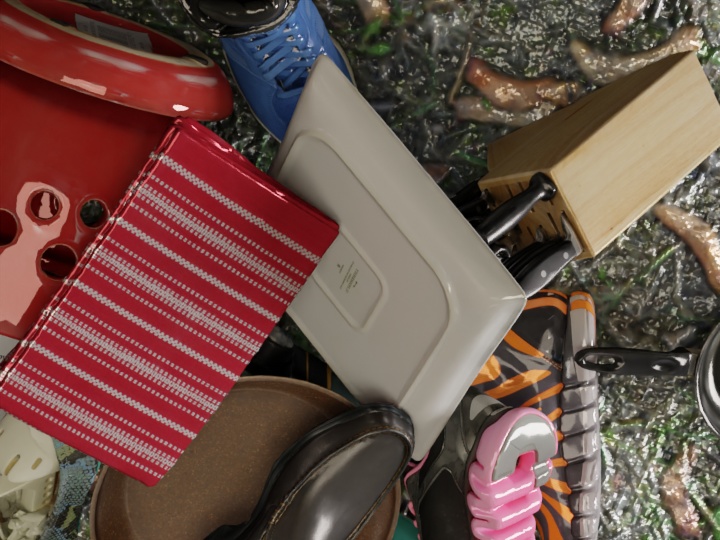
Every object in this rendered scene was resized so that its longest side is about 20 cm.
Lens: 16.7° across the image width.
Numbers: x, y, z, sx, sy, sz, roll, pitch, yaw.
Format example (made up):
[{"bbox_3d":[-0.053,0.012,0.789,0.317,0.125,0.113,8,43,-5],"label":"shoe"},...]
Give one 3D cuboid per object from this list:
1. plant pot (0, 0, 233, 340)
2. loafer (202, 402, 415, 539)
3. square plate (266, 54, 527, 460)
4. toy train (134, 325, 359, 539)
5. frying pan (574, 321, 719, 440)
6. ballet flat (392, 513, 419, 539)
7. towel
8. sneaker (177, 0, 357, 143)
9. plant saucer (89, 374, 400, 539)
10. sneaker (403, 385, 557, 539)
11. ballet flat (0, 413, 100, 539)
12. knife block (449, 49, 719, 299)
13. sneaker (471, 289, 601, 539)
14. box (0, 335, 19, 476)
[{"bbox_3d":[-0.186,-0.066,1.499,0.199,0.200,0.184,17,102,-4],"label":"plant pot"},{"bbox_3d":[-0.035,0.166,1.518,0.073,0.072,0.200,32,110,-27],"label":"loafer"},{"bbox_3d":[0.000,0.000,1.502,0.198,0.028,0.200,50,144,16],"label":"square plate"},{"bbox_3d":[-0.084,0.130,1.616,0.114,0.085,0.201,30,107,-11],"label":"toy train"},{"bbox_3d":[0.234,0.075,1.598,0.189,0.031,0.116,-15,111,-6],"label":"frying pan"},{"bbox_3d":[0.046,0.210,1.659,0.199,0.068,0.062,32,134,-5],"label":"ballet flat"},{"bbox_3d":[-0.114,0.021,1.439,0.144,0.022,0.200,33,96,-38],"label":"towel"},{"bbox_3d":[-0.059,-0.147,1.510,0.076,0.111,0.201,-20,106,8],"label":"sneaker"},{"bbox_3d":[-0.074,0.145,1.563,0.199,0.037,0.201,-5,120,-8],"label":"plant saucer"},{"bbox_3d":[0.064,0.160,1.579,0.095,0.079,0.201,30,121,34],"label":"sneaker"},{"bbox_3d":[-0.201,0.122,1.524,0.074,0.075,0.201,12,138,-2],"label":"ballet flat"},{"bbox_3d":[0.134,-0.048,1.503,0.199,0.176,0.064,-25,106,9],"label":"knife block"},{"bbox_3d":[0.102,0.111,1.616,0.111,0.078,0.201,-2,97,7],"label":"sneaker"},{"bbox_3d":[-0.240,0.103,1.589,0.155,0.041,0.201,6,115,-43],"label":"box"}]
